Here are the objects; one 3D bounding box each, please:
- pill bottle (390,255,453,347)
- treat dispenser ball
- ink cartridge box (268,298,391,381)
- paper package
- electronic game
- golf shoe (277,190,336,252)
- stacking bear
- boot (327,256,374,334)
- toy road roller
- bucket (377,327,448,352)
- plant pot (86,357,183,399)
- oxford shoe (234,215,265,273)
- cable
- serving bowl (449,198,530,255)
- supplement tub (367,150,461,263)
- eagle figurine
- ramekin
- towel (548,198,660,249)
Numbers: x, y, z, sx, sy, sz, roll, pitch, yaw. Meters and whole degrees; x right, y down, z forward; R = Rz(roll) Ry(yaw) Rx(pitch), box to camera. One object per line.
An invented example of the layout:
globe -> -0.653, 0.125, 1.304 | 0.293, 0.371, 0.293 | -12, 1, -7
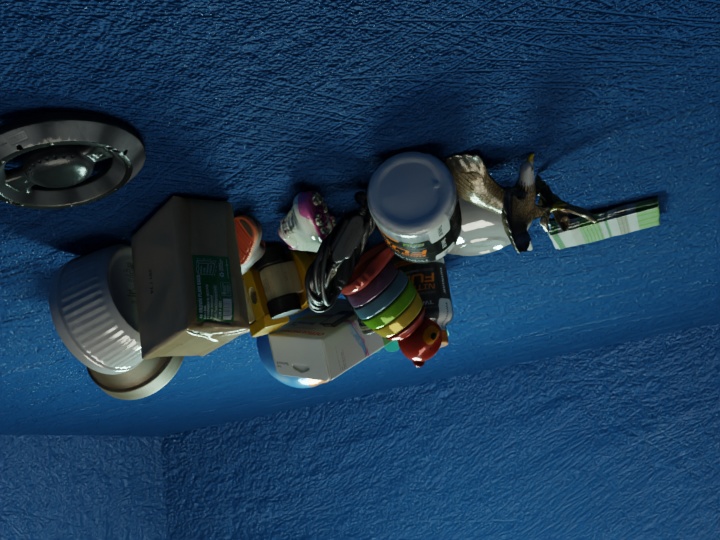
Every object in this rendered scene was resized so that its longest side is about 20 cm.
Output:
pill bottle -> 0.107, 0.039, 1.604 | 0.106, 0.201, 0.106 | -8, 165, -2
treat dispenser ball -> -0.116, 0.143, 1.872 | 0.200, 0.202, 0.201 | -7, 165, -2
ink cartridge box -> -0.050, 0.125, 1.687 | 0.145, 0.088, 0.200 | 0, -159, 42
paper package -> -0.255, 0.014, 1.324 | 0.103, 0.201, 0.190 | 1, 162, -33
electronic game -> -0.352, -0.126, 1.052 | 0.199, 0.042, 0.200 | -14, 162, -5
golf shoe -> -0.087, -0.065, 1.365 | 0.091, 0.076, 0.200 | -6, 164, 6
stacking bear -> 0.060, 0.066, 1.492 | 0.122, 0.200, 0.114 | -48, -166, -32
boot -> 0.001, 0.000, 1.623 | 0.073, 0.204, 0.154 | -23, 118, 20
toy road roller -> -0.132, 0.030, 1.614 | 0.145, 0.123, 0.200 | -13, 169, -32
bucket -> 0.077, 0.087, 1.896 | 0.206, 0.136, 0.207 | -7, 165, -2
plant pot -> -0.453, 0.119, 1.686 | 0.199, 0.201, 0.174 | -11, 148, 12
oxford shoe -> -0.186, -0.045, 1.437 | 0.072, 0.071, 0.200 | -33, 175, -29
cable -> -0.027, -0.029, 1.364 | 0.051, 0.201, 0.163 | 28, -170, 6
serving bowl -> 0.197, -0.069, 1.514 | 0.199, 0.066, 0.200 | -8, 164, -2
supplement tub -> 0.082, -0.082, 1.288 | 0.122, 0.123, 0.200 | -10, 165, 8
eagle figurine -> 0.218, -0.100, 1.307 | 0.199, 0.152, 0.151 | -10, 180, -38
ramekin -> -0.381, 0.054, 1.428 | 0.105, 0.201, 0.200 | -25, 159, 24
towel -> 0.450, -0.087, 1.667 | 0.199, 0.031, 0.149 | -15, 166, 15
